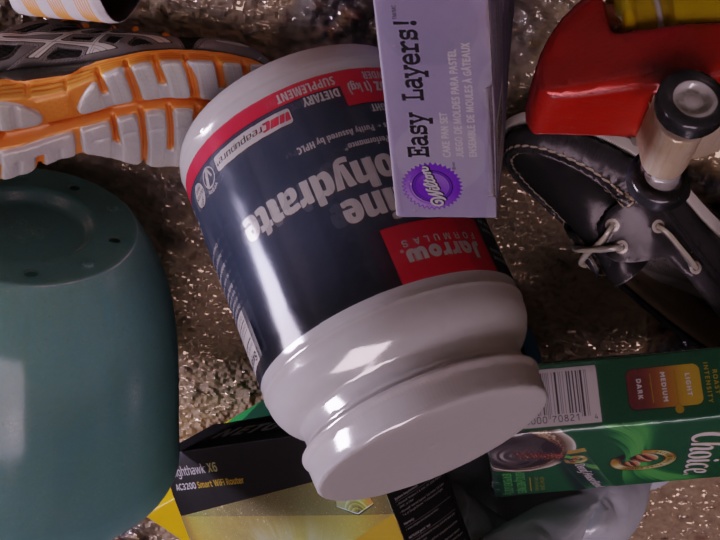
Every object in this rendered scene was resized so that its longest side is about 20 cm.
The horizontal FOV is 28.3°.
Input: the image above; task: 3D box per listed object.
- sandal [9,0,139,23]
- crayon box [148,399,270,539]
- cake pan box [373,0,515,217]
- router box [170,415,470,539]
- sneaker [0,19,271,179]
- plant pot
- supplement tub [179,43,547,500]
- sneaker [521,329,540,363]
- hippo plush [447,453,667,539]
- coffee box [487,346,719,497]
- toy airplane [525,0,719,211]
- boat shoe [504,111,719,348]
[{"bbox_3d":[-0.118,-0.156,0.701,0.206,0.060,0.079,-8,168,14],"label":"sandal"},{"bbox_3d":[-0.018,0.173,1.007,0.172,0.058,0.200,-32,121,31],"label":"crayon box"},{"bbox_3d":[0.039,-0.149,0.619,0.052,0.185,0.201,1,135,11],"label":"cake pan box"},{"bbox_3d":[-0.022,0.165,0.860,0.200,0.052,0.158,-15,97,47],"label":"router box"},{"bbox_3d":[-0.144,-0.103,0.768,0.199,0.077,0.078,-5,139,-11],"label":"sneaker"},{"bbox_3d":[-0.197,0.039,0.826,0.199,0.201,0.162,10,123,-1],"label":"plant pot"},{"bbox_3d":[0.000,0.000,0.730,0.140,0.201,0.140,-20,158,-8],"label":"supplement tub"},{"bbox_3d":[0.017,0.034,0.873,0.199,0.074,0.082,23,157,-15],"label":"sneaker"},{"bbox_3d":[0.113,0.174,0.930,0.199,0.159,0.161,-26,134,-23],"label":"hippo plush"},{"bbox_3d":[0.169,0.084,0.799,0.199,0.044,0.123,-6,155,4],"label":"coffee box"},{"bbox_3d":[0.182,-0.130,0.668,0.200,0.141,0.199,-43,153,27],"label":"toy airplane"},{"bbox_3d":[0.154,-0.016,0.797,0.200,0.061,0.074,34,158,-24],"label":"boat shoe"}]
